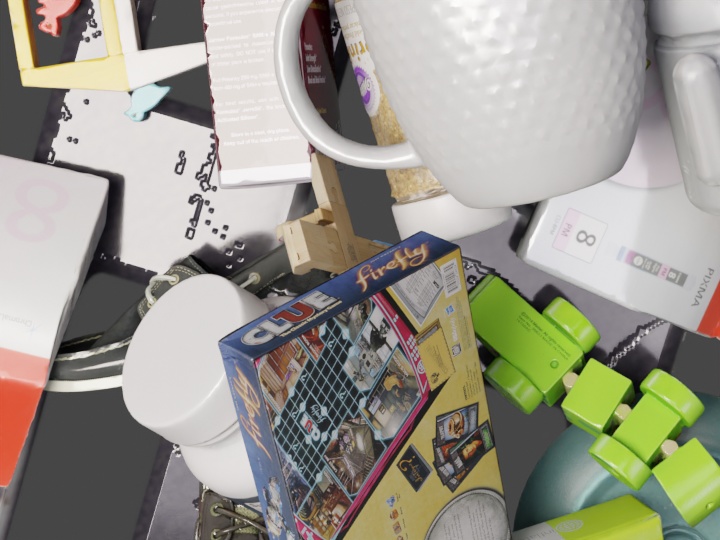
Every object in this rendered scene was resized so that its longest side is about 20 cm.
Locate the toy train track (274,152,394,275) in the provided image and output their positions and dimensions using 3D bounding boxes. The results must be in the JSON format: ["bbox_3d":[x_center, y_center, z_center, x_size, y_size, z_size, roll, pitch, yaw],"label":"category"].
[{"bbox_3d":[0.000,0.000,0.970,0.032,0.200,0.115,-21,75,22],"label":"toy train track"}]

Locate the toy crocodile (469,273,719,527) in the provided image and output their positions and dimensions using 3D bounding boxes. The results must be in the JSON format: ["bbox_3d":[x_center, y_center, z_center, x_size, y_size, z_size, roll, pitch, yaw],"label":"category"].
[{"bbox_3d":[0.139,0.076,1.023,0.200,0.062,0.068,37,82,20],"label":"toy crocodile"}]

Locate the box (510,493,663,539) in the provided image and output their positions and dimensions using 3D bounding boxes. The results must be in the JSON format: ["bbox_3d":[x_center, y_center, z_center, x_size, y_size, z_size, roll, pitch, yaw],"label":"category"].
[{"bbox_3d":[0.089,0.221,0.996,0.199,0.048,0.122,-16,103,-11],"label":"box"}]

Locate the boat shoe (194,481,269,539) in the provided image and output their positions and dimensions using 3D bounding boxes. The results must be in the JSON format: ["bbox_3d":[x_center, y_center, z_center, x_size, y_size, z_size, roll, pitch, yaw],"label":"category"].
[{"bbox_3d":[-0.067,0.170,1.046,0.072,0.066,0.201,2,96,1],"label":"boat shoe"}]

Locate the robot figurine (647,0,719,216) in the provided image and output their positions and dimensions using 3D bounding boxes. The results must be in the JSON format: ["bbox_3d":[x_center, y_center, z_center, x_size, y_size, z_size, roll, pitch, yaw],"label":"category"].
[{"bbox_3d":[0.223,-0.106,0.930,0.113,0.170,0.201,-3,109,38],"label":"robot figurine"}]

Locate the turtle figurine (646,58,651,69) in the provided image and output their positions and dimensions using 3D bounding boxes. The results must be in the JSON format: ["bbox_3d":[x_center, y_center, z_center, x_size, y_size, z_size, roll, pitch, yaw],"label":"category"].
[{"bbox_3d":[0.112,-0.182,0.976,0.200,0.064,0.162,-20,79,17],"label":"turtle figurine"}]

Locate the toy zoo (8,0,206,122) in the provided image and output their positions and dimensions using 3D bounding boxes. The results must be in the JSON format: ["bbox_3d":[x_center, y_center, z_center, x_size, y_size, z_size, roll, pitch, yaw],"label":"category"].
[{"bbox_3d":[-0.153,-0.190,1.034,0.131,0.020,0.201,-8,95,2],"label":"toy zoo"}]

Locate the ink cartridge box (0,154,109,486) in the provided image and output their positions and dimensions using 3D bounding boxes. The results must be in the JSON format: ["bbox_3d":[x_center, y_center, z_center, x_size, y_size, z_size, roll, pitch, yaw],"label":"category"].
[{"bbox_3d":[-0.249,0.013,0.984,0.162,0.200,0.057,13,137,0],"label":"ink cartridge box"}]

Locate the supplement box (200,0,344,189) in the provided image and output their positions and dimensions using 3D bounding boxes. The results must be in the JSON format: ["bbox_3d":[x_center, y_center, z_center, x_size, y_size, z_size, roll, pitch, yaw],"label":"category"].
[{"bbox_3d":[-0.054,-0.152,0.991,0.061,0.109,0.201,-5,97,9],"label":"supplement box"}]

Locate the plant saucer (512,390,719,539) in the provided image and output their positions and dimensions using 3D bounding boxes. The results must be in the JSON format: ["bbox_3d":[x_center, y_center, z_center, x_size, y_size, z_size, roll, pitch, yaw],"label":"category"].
[{"bbox_3d":[0.195,0.176,1.058,0.199,0.036,0.201,0,96,1],"label":"plant saucer"}]

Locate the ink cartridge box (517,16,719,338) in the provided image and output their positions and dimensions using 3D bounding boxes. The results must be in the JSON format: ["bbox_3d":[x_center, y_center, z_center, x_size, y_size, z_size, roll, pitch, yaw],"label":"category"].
[{"bbox_3d":[0.217,-0.043,1.023,0.200,0.057,0.163,23,95,3],"label":"ink cartridge box"}]

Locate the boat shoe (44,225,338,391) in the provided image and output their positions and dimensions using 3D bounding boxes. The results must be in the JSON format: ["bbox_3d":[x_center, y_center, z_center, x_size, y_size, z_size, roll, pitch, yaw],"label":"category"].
[{"bbox_3d":[-0.105,0.025,1.030,0.199,0.072,0.068,-17,101,-5],"label":"boat shoe"}]

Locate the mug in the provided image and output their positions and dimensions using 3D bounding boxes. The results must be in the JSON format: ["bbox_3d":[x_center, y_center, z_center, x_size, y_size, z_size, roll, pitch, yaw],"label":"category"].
[{"bbox_3d":[0.051,-0.123,0.890,0.199,0.148,0.176,-13,101,12],"label":"mug"}]

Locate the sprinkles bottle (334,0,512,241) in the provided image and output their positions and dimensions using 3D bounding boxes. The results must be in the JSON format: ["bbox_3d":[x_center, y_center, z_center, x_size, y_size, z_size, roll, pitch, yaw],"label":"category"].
[{"bbox_3d":[0.030,-0.116,0.981,0.068,0.068,0.201,-16,96,3],"label":"sprinkles bottle"}]

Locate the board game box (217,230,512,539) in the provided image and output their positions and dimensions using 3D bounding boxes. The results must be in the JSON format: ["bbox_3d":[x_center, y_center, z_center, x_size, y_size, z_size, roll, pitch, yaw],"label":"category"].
[{"bbox_3d":[0.008,0.097,0.901,0.135,0.035,0.200,-28,122,-28],"label":"board game box"}]

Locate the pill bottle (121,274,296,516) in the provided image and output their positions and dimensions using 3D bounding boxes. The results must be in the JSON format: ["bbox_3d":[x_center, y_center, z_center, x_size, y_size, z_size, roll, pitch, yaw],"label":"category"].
[{"bbox_3d":[-0.034,0.084,0.965,0.120,0.120,0.200,-51,130,5],"label":"pill bottle"}]
